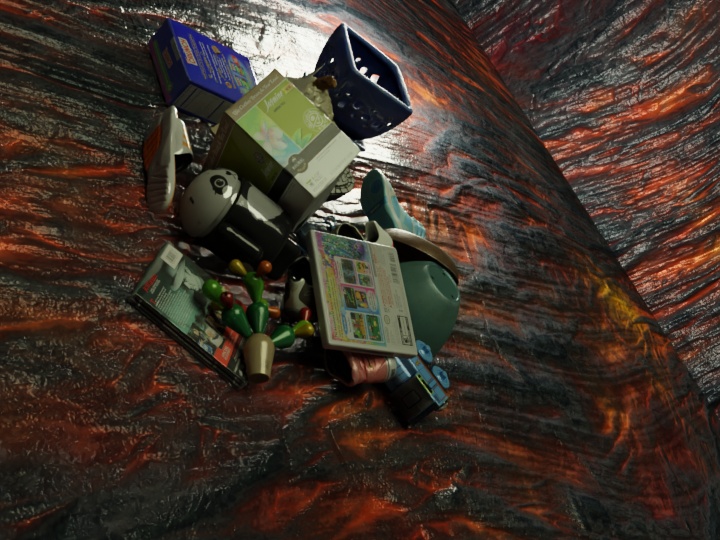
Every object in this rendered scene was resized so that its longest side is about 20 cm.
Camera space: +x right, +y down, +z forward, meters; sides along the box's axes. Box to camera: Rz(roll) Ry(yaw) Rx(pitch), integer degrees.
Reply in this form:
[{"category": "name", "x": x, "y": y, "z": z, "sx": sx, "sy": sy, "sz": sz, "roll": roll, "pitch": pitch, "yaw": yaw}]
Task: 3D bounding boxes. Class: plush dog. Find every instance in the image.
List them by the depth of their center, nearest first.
[{"category": "plush dog", "x": -0.097, "y": -0.308, "z": 1.780, "sx": 0.201, "sy": 0.158, "sz": 0.173, "roll": -85, "pitch": 155, "yaw": -52}]

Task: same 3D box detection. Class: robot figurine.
[{"category": "robot figurine", "x": -0.186, "y": -0.073, "z": 1.332, "sx": 0.199, "sy": 0.150, "sz": 0.126, "roll": 37, "pitch": 66, "yaw": -24}]

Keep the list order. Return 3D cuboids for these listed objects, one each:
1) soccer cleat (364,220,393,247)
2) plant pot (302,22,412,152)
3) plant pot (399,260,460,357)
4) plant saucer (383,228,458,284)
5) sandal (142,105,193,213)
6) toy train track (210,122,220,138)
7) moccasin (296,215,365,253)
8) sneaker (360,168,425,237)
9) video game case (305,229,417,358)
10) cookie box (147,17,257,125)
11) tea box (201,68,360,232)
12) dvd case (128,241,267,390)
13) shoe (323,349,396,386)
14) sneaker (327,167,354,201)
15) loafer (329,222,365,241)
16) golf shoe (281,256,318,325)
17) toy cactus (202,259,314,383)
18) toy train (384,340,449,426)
[{"category": "soccer cleat", "x": 0.002, "y": -0.006, "z": 1.553, "sx": 0.086, "sy": 0.068, "sz": 0.201, "roll": 56, "pitch": 45, "yaw": -29}, {"category": "plant pot", "x": -0.019, "y": -0.405, "z": 1.954, "sx": 0.199, "sy": 0.179, "sz": 0.202, "roll": 29, "pitch": 33, "yaw": -35}, {"category": "plant pot", "x": 0.111, "y": 0.061, "z": 1.614, "sx": 0.199, "sy": 0.134, "sz": 0.201, "roll": 37, "pitch": 29, "yaw": -25}, {"category": "plant saucer", "x": 0.111, "y": -0.030, "z": 1.696, "sx": 0.199, "sy": 0.199, "sz": 0.035, "roll": 35, "pitch": 74, "yaw": -28}, {"category": "sandal", "x": -0.299, "y": -0.165, "z": 1.342, "sx": 0.059, "sy": 0.079, "sz": 0.209, "roll": 26, "pitch": 44, "yaw": -40}, {"category": "toy train track", "x": -0.200, "y": -0.181, "z": 1.534, "sx": 0.114, "sy": 0.033, "sz": 0.200, "roll": -38, "pitch": 80, "yaw": -22}, {"category": "moccasin", "x": -0.048, "y": -0.062, "z": 1.597, "sx": 0.199, "sy": 0.068, "sz": 0.081, "roll": 11, "pitch": 46, "yaw": -52}, {"category": "sneaker", "x": 0.074, "y": -0.120, "z": 1.854, "sx": 0.130, "sy": 0.079, "sz": 0.202, "roll": 17, "pitch": 51, "yaw": -46}, {"category": "video game case", "x": 0.002, "y": 0.039, "z": 1.380, "sx": 0.180, "sy": 0.024, "sz": 0.203, "roll": 11, "pitch": 57, "yaw": -36}, {"category": "cookie box", "x": -0.283, "y": -0.358, "z": 1.601, "sx": 0.199, "sy": 0.075, "sz": 0.173, "roll": 18, "pitch": 41, "yaw": -48}, {"category": "tea box", "x": -0.136, "y": -0.182, "z": 1.411, "sx": 0.196, "sy": 0.200, "sz": 0.134, "roll": 43, "pitch": 60, "yaw": -2}, {"category": "dvd case", "x": -0.225, "y": 0.062, "z": 1.219, "sx": 0.200, "sy": 0.022, "sz": 0.147, "roll": 43, "pitch": 28, "yaw": -18}, {"category": "shoe", "x": -0.027, "y": 0.109, "z": 1.408, "sx": 0.090, "sy": 0.072, "sz": 0.201, "roll": -5, "pitch": 43, "yaw": -37}, {"category": "sneaker", "x": -0.114, "y": -0.152, "z": 1.623, "sx": 0.197, "sy": 0.087, "sz": 0.077, "roll": -1, "pitch": 72, "yaw": -29}, {"category": "loafer", "x": 0.000, "y": 0.000, "z": 1.473, "sx": 0.075, "sy": 0.069, "sz": 0.201, "roll": -28, "pitch": 67, "yaw": -19}, {"category": "golf shoe", "x": -0.078, "y": 0.010, "z": 1.413, "sx": 0.076, "sy": 0.096, "sz": 0.201, "roll": 4, "pitch": 27, "yaw": 7}, {"category": "toy cactus", "x": -0.138, "y": 0.079, "z": 1.227, "sx": 0.199, "sy": 0.101, "sz": 0.167, "roll": 36, "pitch": 38, "yaw": -45}, {"category": "toy train", "x": 0.076, "y": 0.166, "z": 1.474, "sx": 0.201, "sy": 0.086, "sz": 0.114, "roll": 54, "pitch": 23, "yaw": 6}]
